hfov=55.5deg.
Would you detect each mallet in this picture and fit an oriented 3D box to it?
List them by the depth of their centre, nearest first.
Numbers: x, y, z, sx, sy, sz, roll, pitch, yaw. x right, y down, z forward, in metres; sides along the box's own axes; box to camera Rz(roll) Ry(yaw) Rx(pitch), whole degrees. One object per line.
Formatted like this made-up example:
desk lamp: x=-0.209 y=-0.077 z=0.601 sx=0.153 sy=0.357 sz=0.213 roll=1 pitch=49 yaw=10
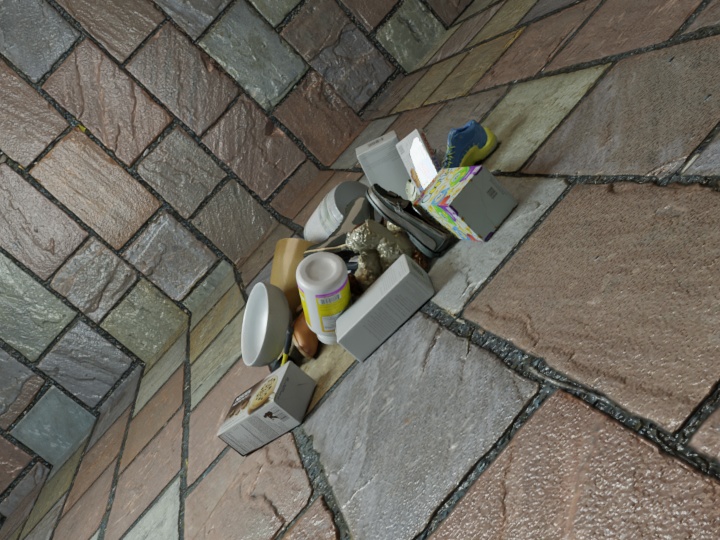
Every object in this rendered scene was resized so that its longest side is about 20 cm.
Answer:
mallet: x=-0.161 y=0.177 z=1.525 sx=0.066 sy=0.041 sz=0.201 roll=-59 pitch=-8 yaw=-44

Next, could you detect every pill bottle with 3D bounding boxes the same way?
pill bottle: x=-0.069 y=0.064 z=1.411 sx=0.201 sy=0.103 sz=0.105 roll=83 pitch=-150 yaw=-48

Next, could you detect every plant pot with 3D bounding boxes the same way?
plant pot: x=-0.161 y=0.050 z=1.758 sx=0.186 sy=0.185 sz=0.202 roll=-21 pitch=46 yaw=57

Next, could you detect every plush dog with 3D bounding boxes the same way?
plush dog: x=0.053 y=-0.015 z=1.451 sx=0.199 sy=0.161 sz=0.172 roll=-24 pitch=-21 yaw=-45

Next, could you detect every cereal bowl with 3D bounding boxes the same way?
cereal bowl: x=-0.215 y=0.132 z=1.617 sx=0.200 sy=0.083 sz=0.202 roll=-169 pitch=90 yaw=-67

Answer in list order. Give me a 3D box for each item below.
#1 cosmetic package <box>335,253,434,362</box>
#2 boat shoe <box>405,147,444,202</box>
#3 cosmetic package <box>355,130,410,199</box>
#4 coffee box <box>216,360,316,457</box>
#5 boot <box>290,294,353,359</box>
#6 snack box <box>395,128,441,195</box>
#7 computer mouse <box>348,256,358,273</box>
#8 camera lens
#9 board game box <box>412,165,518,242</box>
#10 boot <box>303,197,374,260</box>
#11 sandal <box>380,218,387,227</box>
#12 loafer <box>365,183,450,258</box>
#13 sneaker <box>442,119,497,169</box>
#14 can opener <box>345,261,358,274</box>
cosmetic package: x=0.044 y=0.072 z=1.322 sx=0.200 sy=0.074 sz=0.102 roll=-46 pitch=16 yaw=14
boat shoe: x=0.138 y=-0.195 z=1.594 sx=0.072 sy=0.062 sz=0.202 roll=-58 pitch=-13 yaw=-63
cosmetic package: x=0.080 y=-0.222 z=1.663 sx=0.112 sy=0.201 sz=0.081 roll=-24 pitch=21 yaw=7
coffee box: x=-0.193 y=0.286 z=1.407 sx=0.199 sy=0.080 sz=0.113 roll=-36 pitch=20 yaw=35
boot: x=-0.082 y=0.100 z=1.572 sx=0.154 sy=0.074 sz=0.201 roll=-34 pitch=32 yaw=18
snack box: x=0.148 y=-0.208 z=1.517 sx=0.024 sy=0.202 sz=0.072 roll=-16 pitch=-12 yaw=-48
computer mouse: x=0.023 y=-0.038 z=1.688 sx=0.200 sy=0.044 sz=0.110 roll=-38 pitch=19 yaw=30
camera lens: x=-0.048 y=-0.121 z=1.806 sx=0.200 sy=0.159 sz=0.161 roll=-48 pitch=10 yaw=49
board game box: x=0.198 y=-0.131 z=1.343 sx=0.103 sy=0.105 sz=0.200 roll=-49 pitch=15 yaw=-6
boot: x=-0.045 y=-0.099 z=1.664 sx=0.198 sy=0.077 sz=0.140 roll=-10 pitch=70 yaw=21
sandal: x=0.094 y=-0.173 z=1.776 sx=0.211 sy=0.070 sz=0.078 roll=-39 pitch=17 yaw=27
loafer: x=0.100 y=-0.114 z=1.388 sx=0.063 sy=0.200 sz=0.072 roll=-50 pitch=-6 yaw=31
sneaker: x=0.223 y=-0.271 z=1.612 sx=0.200 sy=0.105 sz=0.076 roll=-45 pitch=16 yaw=6
can opener: x=0.000 y=0.000 z=1.630 sx=0.078 sy=0.064 sz=0.199 roll=-13 pitch=-2 yaw=-38
